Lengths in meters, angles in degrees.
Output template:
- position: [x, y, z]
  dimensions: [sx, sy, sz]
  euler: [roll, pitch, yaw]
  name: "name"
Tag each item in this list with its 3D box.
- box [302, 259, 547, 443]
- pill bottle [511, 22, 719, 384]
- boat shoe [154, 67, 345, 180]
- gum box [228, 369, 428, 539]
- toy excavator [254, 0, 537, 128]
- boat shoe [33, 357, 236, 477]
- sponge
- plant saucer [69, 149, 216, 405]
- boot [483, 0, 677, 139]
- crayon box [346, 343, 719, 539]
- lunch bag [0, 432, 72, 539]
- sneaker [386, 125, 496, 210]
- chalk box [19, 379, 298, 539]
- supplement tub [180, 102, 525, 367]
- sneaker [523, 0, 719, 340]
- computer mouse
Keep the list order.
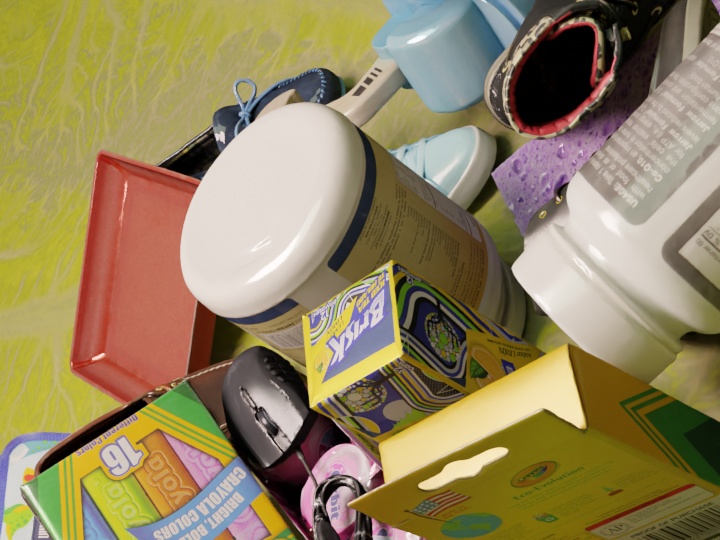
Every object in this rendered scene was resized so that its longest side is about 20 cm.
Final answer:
- position: [0.062, 0.073, 0.815]
  dimensions: [0.070, 0.200, 0.064]
  euler: [-32, 46, 31]
  name: "box"
- position: [0.179, -0.040, 0.748]
  dimensions: [0.200, 0.114, 0.114]
  euler: [-47, 39, 11]
  name: "pill bottle"
- position: [-0.099, -0.104, 1.221]
  dimensions: [0.200, 0.069, 0.084]
  euler: [-38, 42, 25]
  name: "boat shoe"
- position: [0.016, 0.148, 0.888]
  dimensions: [0.066, 0.113, 0.200]
  euler: [-55, 38, 4]
  name: "gum box"
- position: [0.034, -0.148, 1.030]
  dimensions: [0.194, 0.100, 0.200]
  euler: [10, 54, 51]
  name: "toy excavator"
- position: [-0.142, 0.119, 1.066]
  dimensions: [0.200, 0.070, 0.070]
  euler: [-32, 48, -6]
  name: "boat shoe"
- position: [0.181, -0.086, 0.931]
  dimensions: [0.200, 0.030, 0.112]
  euler: [-42, 41, 21]
  name: "sponge"
- position: [-0.172, 0.013, 1.204]
  dimensions: [0.199, 0.037, 0.201]
  euler: [19, 102, 52]
  name: "plant saucer"
- position: [0.154, -0.161, 0.887]
  dimensions: [0.204, 0.073, 0.154]
  euler: [-50, 4, 11]
  name: "boot"
- position: [0.101, 0.103, 0.749]
  dimensions: [0.127, 0.200, 0.051]
  euler: [-31, 51, 31]
  name: "crayon box"
- position: [-0.249, 0.227, 1.130]
  dimensions: [0.199, 0.127, 0.171]
  euler: [-21, 47, 20]
  name: "lunch bag"
- position: [0.005, -0.056, 1.063]
  dimensions: [0.200, 0.082, 0.074]
  euler: [-29, 47, 32]
  name: "sneaker"
- position: [-0.097, 0.194, 0.894]
  dimensions: [0.124, 0.125, 0.200]
  euler: [-33, 70, -15]
  name: "chalk box"
- position: [0.000, 0.000, 0.932]
  dimensions: [0.144, 0.200, 0.145]
  euler: [-27, 46, 31]
  name: "supplement tub"
- position: [0.155, -0.064, 0.859]
  dimensions: [0.106, 0.075, 0.201]
  euler: [6, 86, 32]
  name: "sneaker"
- position: [-0.043, 0.109, 0.857]
  dimensions: [0.059, 0.034, 0.200]
  euler: [-49, 39, 10]
  name: "computer mouse"
